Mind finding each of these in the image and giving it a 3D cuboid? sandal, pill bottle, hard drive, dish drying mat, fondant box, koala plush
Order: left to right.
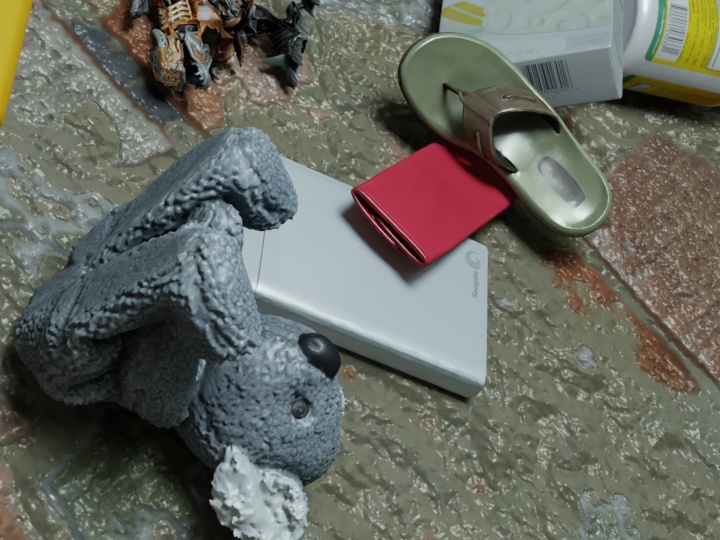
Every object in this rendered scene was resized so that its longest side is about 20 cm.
[{"bbox_3d":[-0.084,0.057,1.019,0.200,0.183,0.178,49,26,-22],"label":"koala plush"},{"bbox_3d":[0.000,0.000,1.196,0.199,0.027,0.133,23,45,-19],"label":"hard drive"},{"bbox_3d":[0.060,-0.056,1.262,0.077,0.018,0.200,46,31,6],"label":"dish drying mat"},{"bbox_3d":[0.116,-0.108,1.283,0.201,0.080,0.057,41,-2,-4],"label":"sandal"},{"bbox_3d":[0.141,-0.216,1.390,0.201,0.143,0.059,-81,157,-43],"label":"fondant box"},{"bbox_3d":[0.291,-0.208,1.512,0.198,0.113,0.114,7,52,-31],"label":"pill bottle"}]

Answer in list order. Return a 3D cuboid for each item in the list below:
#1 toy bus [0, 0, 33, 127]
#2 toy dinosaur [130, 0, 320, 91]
[{"bbox_3d":[-0.255,-0.160,1.103,0.065,0.078,0.201,21,47,-20],"label":"toy bus"},{"bbox_3d":[-0.097,-0.210,1.255,0.134,0.102,0.202,13,69,-5],"label":"toy dinosaur"}]
